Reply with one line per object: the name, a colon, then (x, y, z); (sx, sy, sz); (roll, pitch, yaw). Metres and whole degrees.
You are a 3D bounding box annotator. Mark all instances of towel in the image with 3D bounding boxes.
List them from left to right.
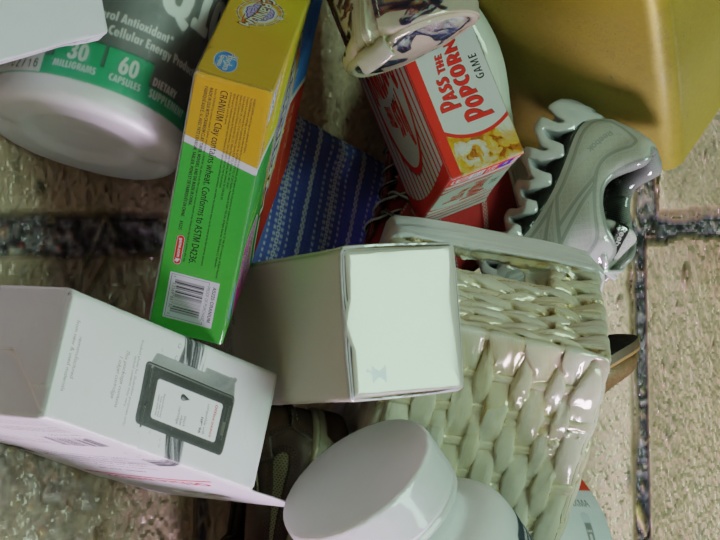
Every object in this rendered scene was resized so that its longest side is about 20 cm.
towel: (0.000, 0.000, 1.487); (0.200, 0.024, 0.146); (26, 70, -48)

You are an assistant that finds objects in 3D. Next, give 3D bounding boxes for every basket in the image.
basket: (0.058, 0.089, 1.393); (0.123, 0.135, 0.201); (-94, -163, -66)

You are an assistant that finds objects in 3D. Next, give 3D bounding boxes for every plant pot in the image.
plant pot: (0.156, -0.180, 1.559); (0.200, 0.199, 0.177); (-52, 140, -37)

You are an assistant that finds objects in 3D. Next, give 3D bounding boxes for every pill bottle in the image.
pill bottle: (-0.120, -0.159, 1.268); (0.113, 0.113, 0.201); (32, 66, -46)
pill bottle: (0.047, 0.182, 1.300); (0.200, 0.119, 0.120); (57, 50, -25)

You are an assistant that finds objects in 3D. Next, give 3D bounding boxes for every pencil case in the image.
pencil case: (0.001, -0.200, 1.262); (0.089, 0.078, 0.201); (-11, 82, -46)

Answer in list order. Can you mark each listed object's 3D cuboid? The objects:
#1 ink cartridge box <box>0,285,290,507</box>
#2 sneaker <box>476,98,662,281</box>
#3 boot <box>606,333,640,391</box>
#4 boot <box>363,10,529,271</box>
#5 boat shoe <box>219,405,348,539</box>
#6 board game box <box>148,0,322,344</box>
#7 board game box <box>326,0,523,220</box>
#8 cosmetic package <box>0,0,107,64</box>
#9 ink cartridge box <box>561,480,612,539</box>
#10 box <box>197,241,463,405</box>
ink cartridge box: (-0.127, 0.067, 1.260); (0.200, 0.116, 0.068); (27, 71, -48)
sneaker: (0.120, -0.003, 1.487); (0.075, 0.081, 0.201); (26, 85, -65)
boot: (0.103, 0.108, 1.540); (0.200, 0.074, 0.076); (-32, 102, -20)
boot: (0.031, -0.079, 1.470); (0.144, 0.072, 0.201); (-42, 118, -46)
boat shoe: (-0.065, 0.174, 1.389); (0.074, 0.075, 0.203); (12, 87, -15)
board game box: (-0.061, -0.079, 1.284); (0.200, 0.040, 0.154); (-74, 178, -58)
board game box: (0.025, -0.136, 1.374); (0.046, 0.152, 0.201); (-22, 83, -8)
cosmetic package: (-0.242, -0.182, 1.111); (0.200, 0.123, 0.200); (-23, 108, -50)
ink cartridge box: (0.116, 0.165, 1.612); (0.162, 0.050, 0.201); (9, 87, -51)
box: (-0.021, 0.031, 1.307); (0.068, 0.200, 0.083); (-3, 89, -26)
